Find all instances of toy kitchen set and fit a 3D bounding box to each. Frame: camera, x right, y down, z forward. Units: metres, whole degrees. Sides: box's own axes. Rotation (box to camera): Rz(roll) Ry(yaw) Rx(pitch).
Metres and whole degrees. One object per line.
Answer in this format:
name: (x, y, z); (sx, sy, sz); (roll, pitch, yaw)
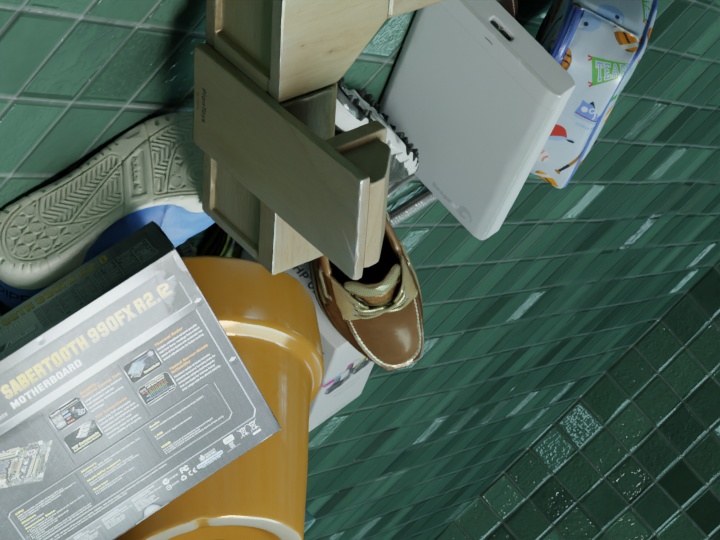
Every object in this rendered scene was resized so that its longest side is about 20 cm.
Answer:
toy kitchen set: (0.020, -0.100, 1.253); (0.180, 0.163, 0.200); (-22, 135, -30)

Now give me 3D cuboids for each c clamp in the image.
c clamp: (0.055, -0.069, 1.864); (0.200, 0.027, 0.171); (-31, 162, -38)

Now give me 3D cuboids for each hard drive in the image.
hard drive: (0.080, -0.123, 1.568); (0.026, 0.132, 0.200); (-35, 164, -29)

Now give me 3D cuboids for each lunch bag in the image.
lunch bag: (0.168, -0.164, 1.639); (0.200, 0.076, 0.160); (-66, -178, -46)

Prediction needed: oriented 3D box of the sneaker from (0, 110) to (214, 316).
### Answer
sneaker: (-0.149, -0.025, 1.368); (0.200, 0.077, 0.111); (-31, 156, -22)

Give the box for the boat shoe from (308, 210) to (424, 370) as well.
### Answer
boat shoe: (0.000, 0.000, 1.495); (0.076, 0.074, 0.200); (-24, 128, 0)

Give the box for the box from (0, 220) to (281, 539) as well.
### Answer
box: (-0.171, 0.088, 1.316); (0.200, 0.048, 0.158); (-34, 122, -8)

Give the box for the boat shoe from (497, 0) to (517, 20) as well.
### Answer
boat shoe: (0.094, -0.159, 1.627); (0.070, 0.070, 0.200); (-34, 162, -17)

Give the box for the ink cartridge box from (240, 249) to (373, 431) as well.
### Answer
ink cartridge box: (-0.040, 0.030, 1.645); (0.068, 0.115, 0.200); (-34, 163, -27)

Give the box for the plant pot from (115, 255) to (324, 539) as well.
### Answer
plant pot: (-0.116, 0.119, 1.469); (0.200, 0.183, 0.200); (-9, 149, -5)

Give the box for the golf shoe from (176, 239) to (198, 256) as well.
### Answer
golf shoe: (-0.167, 0.044, 1.581); (0.097, 0.078, 0.200); (-18, 154, -15)

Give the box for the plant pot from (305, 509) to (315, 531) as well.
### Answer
plant pot: (-0.171, 0.176, 1.649); (0.141, 0.200, 0.141); (-47, 164, 17)

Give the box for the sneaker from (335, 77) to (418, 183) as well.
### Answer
sneaker: (-0.020, -0.089, 1.551); (0.090, 0.066, 0.200); (-41, 162, 8)

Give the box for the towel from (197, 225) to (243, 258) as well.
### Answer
towel: (-0.055, -0.043, 1.669); (0.200, 0.023, 0.144); (-26, 158, -45)
